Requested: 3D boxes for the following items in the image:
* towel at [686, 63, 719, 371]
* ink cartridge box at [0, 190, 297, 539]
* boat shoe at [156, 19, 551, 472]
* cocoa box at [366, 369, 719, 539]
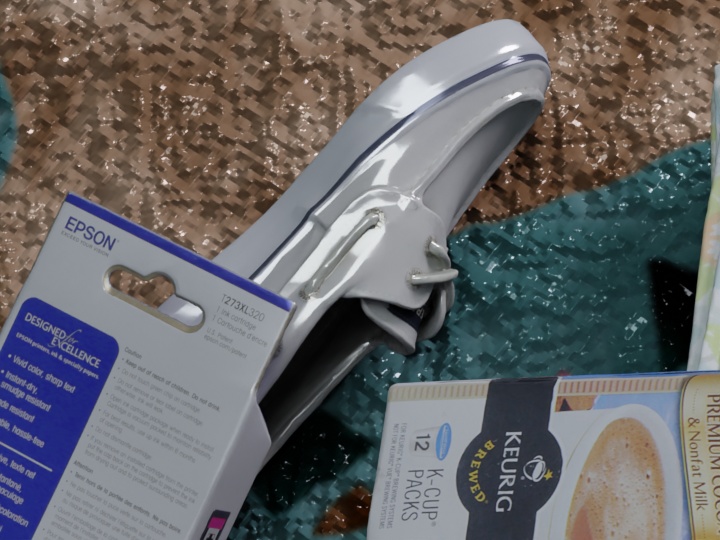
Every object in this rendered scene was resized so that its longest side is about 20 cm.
[{"bbox_3d":[0.202,-0.010,0.849,0.199,0.048,0.172,-5,53,22],"label":"towel"},{"bbox_3d":[-0.096,0.084,0.874,0.094,0.037,0.201,25,93,23],"label":"ink cartridge box"},{"bbox_3d":[0.000,0.000,0.914,0.200,0.072,0.066,-42,65,-9],"label":"boat shoe"},{"bbox_3d":[0.078,0.145,0.775,0.131,0.133,0.201,-4,62,26],"label":"cocoa box"}]
